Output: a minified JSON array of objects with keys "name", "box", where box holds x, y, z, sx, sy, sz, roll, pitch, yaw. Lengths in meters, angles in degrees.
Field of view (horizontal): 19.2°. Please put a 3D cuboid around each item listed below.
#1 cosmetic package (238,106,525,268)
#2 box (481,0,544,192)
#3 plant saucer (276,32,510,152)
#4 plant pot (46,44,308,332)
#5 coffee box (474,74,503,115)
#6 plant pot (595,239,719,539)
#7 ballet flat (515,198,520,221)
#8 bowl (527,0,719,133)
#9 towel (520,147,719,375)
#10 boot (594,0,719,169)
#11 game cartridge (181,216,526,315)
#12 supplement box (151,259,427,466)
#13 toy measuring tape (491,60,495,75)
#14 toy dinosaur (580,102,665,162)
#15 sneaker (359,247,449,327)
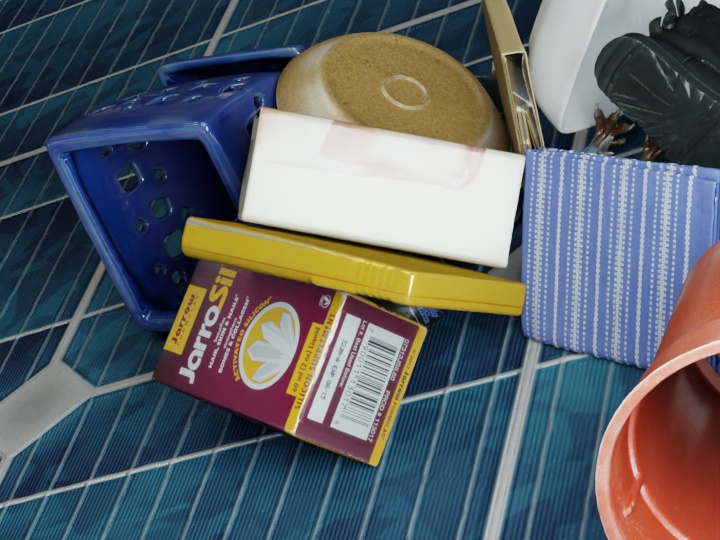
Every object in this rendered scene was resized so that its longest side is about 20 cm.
[{"name":"cosmetic package","box":[0.013,-0.062,1.587,0.199,0.088,0.103,11,0,-6]},{"name":"box","box":[0.124,-0.130,1.672,0.021,0.164,0.200,-12,25,4]},{"name":"plant saucer","box":[0.032,-0.133,1.719,0.199,0.036,0.201,12,42,-12]},{"name":"plant pot","box":[-0.112,-0.077,1.806,0.199,0.201,0.180,-4,30,40]},{"name":"coffee box","box":[0.013,-0.149,1.891,0.123,0.044,0.200,-6,5,-44]},{"name":"plant pot","box":[0.247,0.077,1.225,0.200,0.201,0.195,-17,22,23]},{"name":"ballet flat","box":[0.058,-0.081,1.774,0.073,0.073,0.200,-39,29,-15]},{"name":"bowl","box":[0.213,-0.219,1.677,0.199,0.201,0.075,-24,53,-41]},{"name":"towel","box":[0.184,-0.008,1.484,0.024,0.146,0.200,-5,11,-36]},{"name":"boot","box":[0.274,-0.119,1.593,0.162,0.198,0.073,-22,-26,-55]},{"name":"game cartridge","box":[0.000,0.000,1.531,0.199,0.176,0.033,15,95,34]},{"name":"supplement box","box":[-0.056,0.063,1.588,0.200,0.085,0.111,14,81,53]},{"name":"toy measuring tape","box":[0.198,-0.234,1.887,0.199,0.074,0.074,-21,29,17]},{"name":"toy dinosaur","box":[0.193,-0.033,1.600,0.182,0.105,0.200,-65,6,-30]},{"name":"sneaker","box":[0.026,-0.011,1.698,0.078,0.070,0.200,-23,36,8]}]
